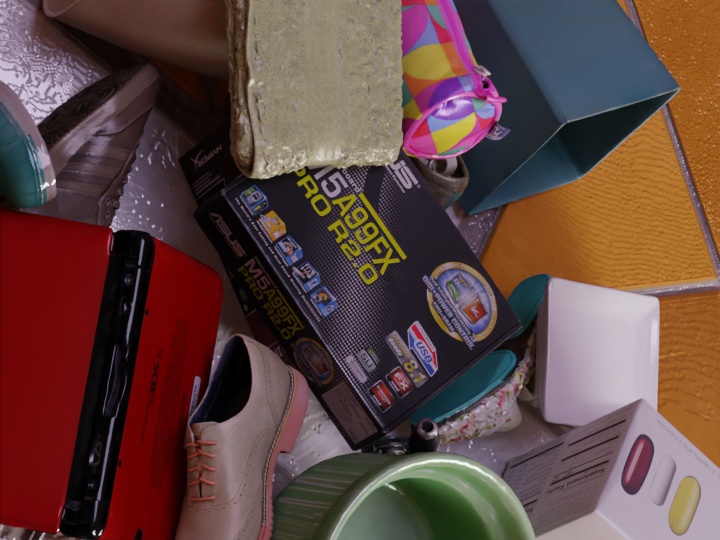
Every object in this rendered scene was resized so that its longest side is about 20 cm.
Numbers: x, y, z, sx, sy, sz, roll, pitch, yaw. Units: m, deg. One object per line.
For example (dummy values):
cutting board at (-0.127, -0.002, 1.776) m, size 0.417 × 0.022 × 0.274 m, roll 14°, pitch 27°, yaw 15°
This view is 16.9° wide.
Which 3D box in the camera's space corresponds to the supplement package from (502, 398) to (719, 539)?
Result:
supplement package at (0.207, 0.216, 1.757) m, size 0.200 × 0.156 × 0.111 m, roll 41°, pitch 50°, yaw -15°

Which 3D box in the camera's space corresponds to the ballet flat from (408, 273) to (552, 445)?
ballet flat at (0.109, 0.080, 1.809) m, size 0.200 × 0.075 × 0.064 m, roll -47°, pitch 119°, yaw -38°

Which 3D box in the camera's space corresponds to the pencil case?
pencil case at (0.040, -0.175, 1.780) m, size 0.088 × 0.088 × 0.201 m, roll 1°, pitch 51°, yaw -37°

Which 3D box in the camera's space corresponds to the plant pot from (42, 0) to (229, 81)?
plant pot at (-0.092, -0.211, 1.711) m, size 0.199 × 0.187 × 0.188 m, roll 30°, pitch 53°, yaw -23°

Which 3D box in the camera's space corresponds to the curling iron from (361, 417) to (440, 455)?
curling iron at (0.034, 0.121, 1.662) m, size 0.049 × 0.200 × 0.026 m, roll -6°, pitch 83°, yaw -8°

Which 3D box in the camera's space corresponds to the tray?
tray at (0.179, 0.066, 1.846) m, size 0.200 × 0.022 × 0.108 m, roll 10°, pitch 82°, yaw -59°

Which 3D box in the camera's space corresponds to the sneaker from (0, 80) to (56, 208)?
sneaker at (-0.277, -0.101, 1.573) m, size 0.080 × 0.072 × 0.200 m, roll -32°, pitch 61°, yaw -25°

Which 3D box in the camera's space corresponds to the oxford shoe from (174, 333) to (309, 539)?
oxford shoe at (-0.096, 0.136, 1.581) m, size 0.074 × 0.070 × 0.201 m, roll 46°, pitch 47°, yaw -42°

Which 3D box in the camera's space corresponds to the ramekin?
ramekin at (0.016, 0.216, 1.611) m, size 0.199 × 0.097 × 0.202 m, roll -3°, pitch 96°, yaw -38°

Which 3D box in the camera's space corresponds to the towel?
towel at (-0.032, -0.166, 1.641) m, size 0.148 × 0.036 × 0.202 m, roll -7°, pitch 96°, yaw -38°

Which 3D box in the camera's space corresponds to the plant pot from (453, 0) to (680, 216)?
plant pot at (0.119, -0.176, 1.894) m, size 0.141 × 0.141 × 0.201 m, roll -17°, pitch 73°, yaw -41°

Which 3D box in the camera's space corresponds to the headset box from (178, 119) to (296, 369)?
headset box at (-0.022, -0.019, 1.748) m, size 0.148 × 0.075 × 0.201 m, roll -18°, pitch 80°, yaw -41°

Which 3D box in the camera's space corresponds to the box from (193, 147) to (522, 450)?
box at (0.000, 0.000, 1.675) m, size 0.160 × 0.044 × 0.201 m, roll -34°, pitch 91°, yaw -39°

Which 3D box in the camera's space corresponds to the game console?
game console at (-0.189, 0.076, 1.581) m, size 0.172 × 0.118 × 0.201 m, roll 31°, pitch 66°, yaw -61°

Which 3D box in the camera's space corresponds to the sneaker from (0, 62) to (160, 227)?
sneaker at (-0.194, -0.062, 1.655) m, size 0.200 × 0.070 × 0.076 m, roll -49°, pitch 118°, yaw -36°

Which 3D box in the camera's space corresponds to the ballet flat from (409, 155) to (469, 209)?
ballet flat at (0.028, -0.138, 1.850) m, size 0.070 × 0.071 × 0.201 m, roll -18°, pitch 80°, yaw -41°
